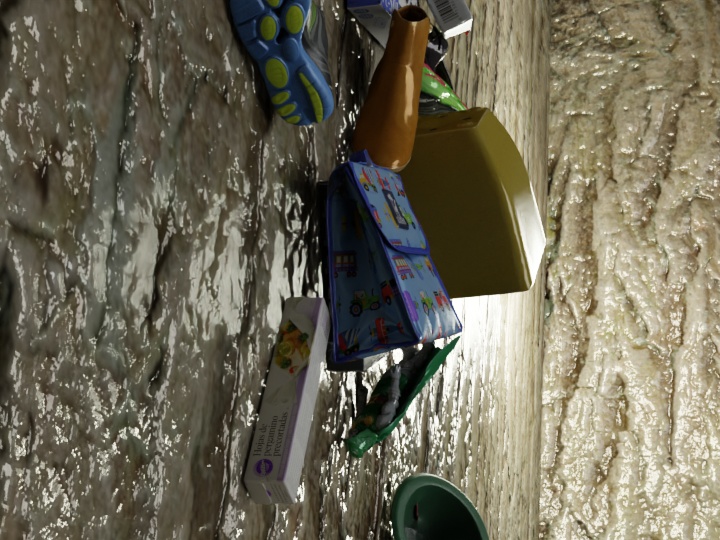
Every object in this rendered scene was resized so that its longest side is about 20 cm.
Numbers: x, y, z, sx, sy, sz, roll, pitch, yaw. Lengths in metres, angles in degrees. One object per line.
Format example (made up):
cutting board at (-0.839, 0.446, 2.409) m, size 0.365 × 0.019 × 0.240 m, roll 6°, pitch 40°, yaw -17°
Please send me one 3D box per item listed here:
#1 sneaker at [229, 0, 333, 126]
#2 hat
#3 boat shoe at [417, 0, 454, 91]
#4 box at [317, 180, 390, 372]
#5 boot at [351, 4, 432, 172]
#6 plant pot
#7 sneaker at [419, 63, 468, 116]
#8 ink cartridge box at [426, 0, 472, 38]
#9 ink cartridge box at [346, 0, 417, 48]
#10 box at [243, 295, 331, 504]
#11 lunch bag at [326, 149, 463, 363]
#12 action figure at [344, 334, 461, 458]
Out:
sneaker at (-0.069, -0.217, 1.060) m, size 0.200 × 0.070 × 0.083 m, roll 73°, pitch 8°, yaw -49°
hat at (0.061, 0.380, 1.589) m, size 0.200 × 0.176 × 0.166 m, roll 38°, pitch 42°, yaw -21°
boat shoe at (0.089, -0.303, 1.647) m, size 0.072 × 0.064 × 0.201 m, roll -75°, pitch 158°, yaw -43°
box at (0.000, 0.000, 1.327) m, size 0.160 × 0.043 × 0.202 m, roll -23°, pitch 111°, yaw -74°
boot at (0.038, -0.212, 1.367) m, size 0.202 × 0.070 × 0.145 m, roll -82°, pitch -176°, yaw -57°
plant pot at (0.113, -0.091, 1.504) m, size 0.196 × 0.193 × 0.201 m, roll -54°, pitch 135°, yaw -66°
sneaker at (0.091, -0.212, 1.614) m, size 0.200 × 0.084 × 0.077 m, roll 32°, pitch 21°, yaw -56°
ink cartridge box at (0.096, -0.391, 1.638) m, size 0.161 × 0.047 × 0.200 m, roll 64°, pitch 4°, yaw -3°
ink cartridge box at (0.028, -0.335, 1.456) m, size 0.200 × 0.044 × 0.095 m, roll 17°, pitch 71°, yaw -74°
box at (-0.063, 0.112, 1.088) m, size 0.042 × 0.038 × 0.201 m, roll 71°, pitch 23°, yaw -49°
lunch bag at (0.018, -0.020, 1.206) m, size 0.150 × 0.094 × 0.201 m, roll -5°, pitch 80°, yaw -69°
action figure at (0.032, 0.142, 1.371) m, size 0.055 × 0.118 × 0.200 m, roll 48°, pitch 41°, yaw -10°
